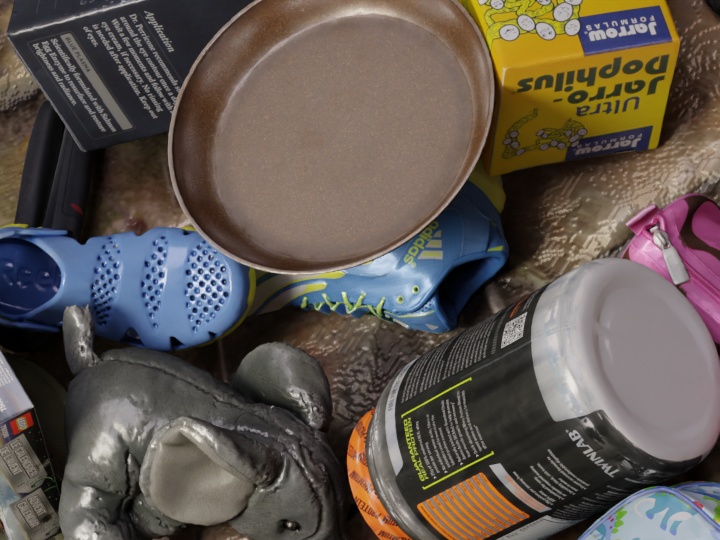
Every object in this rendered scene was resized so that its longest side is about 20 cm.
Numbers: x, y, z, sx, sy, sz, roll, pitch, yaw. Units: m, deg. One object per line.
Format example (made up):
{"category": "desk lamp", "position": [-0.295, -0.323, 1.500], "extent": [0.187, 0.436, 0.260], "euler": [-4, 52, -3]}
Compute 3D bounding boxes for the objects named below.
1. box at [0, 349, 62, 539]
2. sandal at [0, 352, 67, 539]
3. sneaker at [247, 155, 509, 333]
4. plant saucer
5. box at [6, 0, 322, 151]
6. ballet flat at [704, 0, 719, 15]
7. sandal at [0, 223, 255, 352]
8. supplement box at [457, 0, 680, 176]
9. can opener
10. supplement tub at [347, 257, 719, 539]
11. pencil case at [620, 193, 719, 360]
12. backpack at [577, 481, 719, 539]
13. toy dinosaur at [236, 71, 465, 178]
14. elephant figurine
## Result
{"category": "box", "position": [-0.241, 0.054, 1.554], "extent": [0.040, 0.137, 0.200], "euler": [-27, 57, -14]}
{"category": "sandal", "position": [-0.207, 0.131, 1.616], "extent": [0.080, 0.057, 0.201], "euler": [-28, 57, 11]}
{"category": "sneaker", "position": [0.000, 0.000, 1.570], "extent": [0.200, 0.076, 0.105], "euler": [-27, 57, 11]}
{"category": "plant saucer", "position": [-0.014, -0.083, 1.509], "extent": [0.200, 0.032, 0.201], "euler": [-8, 63, 17]}
{"category": "box", "position": [-0.102, -0.202, 1.670], "extent": [0.200, 0.118, 0.197], "euler": [-12, 46, 19]}
{"category": "ballet flat", "position": [0.215, -0.206, 1.579], "extent": [0.066, 0.057, 0.200], "euler": [-40, 55, 4]}
{"category": "sandal", "position": [-0.160, 0.009, 1.565], "extent": [0.199, 0.087, 0.080], "euler": [-1, 89, 19]}
{"category": "supplement box", "position": [0.106, -0.173, 1.565], "extent": [0.109, 0.110, 0.200], "euler": [-10, 58, -9]}
{"category": "can opener", "position": [-0.205, -0.034, 1.698], "extent": [0.063, 0.079, 0.200], "euler": [-2, 54, 26]}
{"category": "supplement tub", "position": [0.091, 0.083, 1.423], "extent": [0.200, 0.122, 0.123], "euler": [-31, 51, 43]}
{"category": "pencil case", "position": [0.223, 0.043, 1.427], "extent": [0.091, 0.094, 0.200], "euler": [-41, 56, -8]}
{"category": "backpack", "position": [0.152, 0.206, 1.366], "extent": [0.200, 0.154, 0.163], "euler": [-36, 48, -9]}
{"category": "toy dinosaur", "position": [-0.021, -0.076, 1.570], "extent": [0.200, 0.048, 0.088], "euler": [-7, 27, 35]}
{"category": "elephant figurine", "position": [-0.068, 0.110, 1.512], "extent": [0.200, 0.155, 0.142], "euler": [-3, 63, 31]}
